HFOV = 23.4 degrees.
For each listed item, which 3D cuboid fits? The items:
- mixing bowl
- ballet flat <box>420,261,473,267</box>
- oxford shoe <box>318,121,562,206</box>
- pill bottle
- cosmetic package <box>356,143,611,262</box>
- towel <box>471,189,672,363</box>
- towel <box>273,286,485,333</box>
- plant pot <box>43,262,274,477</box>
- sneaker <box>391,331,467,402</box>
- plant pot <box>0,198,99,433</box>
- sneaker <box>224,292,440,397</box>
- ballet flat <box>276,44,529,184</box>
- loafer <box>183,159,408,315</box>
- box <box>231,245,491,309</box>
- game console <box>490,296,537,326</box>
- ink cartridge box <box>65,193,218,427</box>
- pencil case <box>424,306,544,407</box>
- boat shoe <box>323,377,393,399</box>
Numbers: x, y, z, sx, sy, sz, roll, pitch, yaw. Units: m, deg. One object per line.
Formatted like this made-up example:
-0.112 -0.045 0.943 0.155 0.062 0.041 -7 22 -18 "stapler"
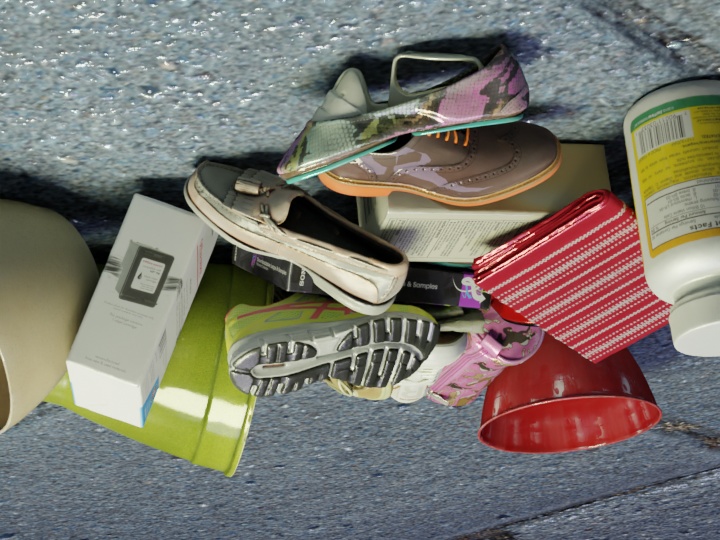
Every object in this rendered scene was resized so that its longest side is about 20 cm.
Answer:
0.221 0.119 1.882 0.199 0.109 0.200 -4 159 -2 "mixing bowl"
0.122 -0.032 1.565 0.199 0.064 0.067 8 -166 -30 "ballet flat"
0.064 -0.098 1.376 0.198 0.072 0.073 -4 152 -4 "oxford shoe"
0.277 -0.040 1.385 0.112 0.201 0.113 -4 158 -2 "pill bottle"
0.104 -0.058 1.474 0.198 0.072 0.105 1 156 -15 "cosmetic package"
0.203 0.007 1.486 0.144 0.023 0.200 -31 139 25 "towel"
0.011 0.032 1.630 0.198 0.035 0.193 2 -176 -6 "towel"
-0.194 0.075 1.606 0.192 0.202 0.201 11 155 -9 "plant pot"
0.060 0.089 1.667 0.072 0.085 0.200 3 -177 -5 "sneaker"
-0.300 0.018 1.463 0.134 0.201 0.200 -31 174 -34 "plant pot"
-0.026 0.049 1.497 0.199 0.090 0.079 -2 127 -23 "sneaker"
0.026 -0.125 1.302 0.199 0.072 0.069 -16 -167 7 "ballet flat"
-0.049 -0.040 1.429 0.199 0.072 0.063 31 138 -2 "loafer"
0.000 0.000 1.556 0.199 0.036 0.143 7 -173 -25 "box"
0.218 0.022 1.646 0.198 0.031 0.177 -1 -172 -8 "game console"
-0.182 0.018 1.478 0.066 0.201 0.116 18 157 2 "ink cartridge box"
0.121 0.081 1.784 0.082 0.087 0.200 9 159 -14 "pencil case"
-0.025 0.081 1.657 0.063 0.074 0.201 -5 -166 -21 "boat shoe"
